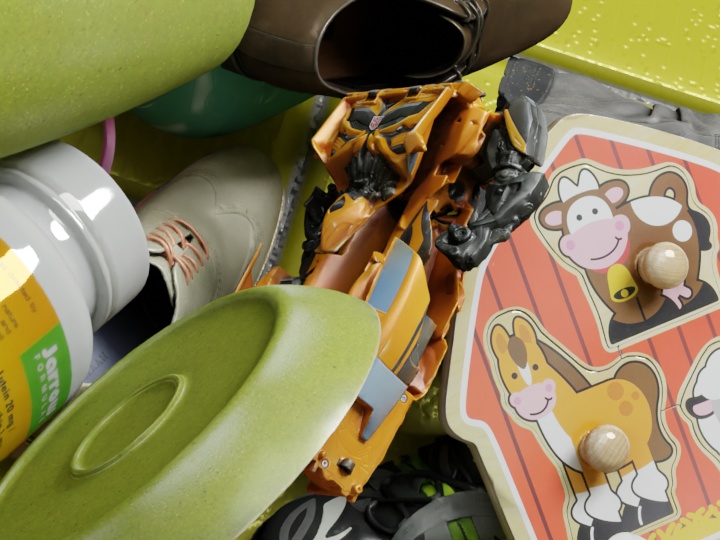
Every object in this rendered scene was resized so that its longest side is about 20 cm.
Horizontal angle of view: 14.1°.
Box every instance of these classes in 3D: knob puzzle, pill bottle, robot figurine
[{"bbox_3d":[0.124,0.028,1.235,0.220,0.030,0.220,1,86,-18],"label":"knob puzzle"},{"bbox_3d":[-0.177,0.032,1.151,0.111,0.111,0.200,37,52,13],"label":"pill bottle"},{"bbox_3d":[0.000,0.000,1.208,0.058,0.145,0.200,39,66,-31],"label":"robot figurine"}]

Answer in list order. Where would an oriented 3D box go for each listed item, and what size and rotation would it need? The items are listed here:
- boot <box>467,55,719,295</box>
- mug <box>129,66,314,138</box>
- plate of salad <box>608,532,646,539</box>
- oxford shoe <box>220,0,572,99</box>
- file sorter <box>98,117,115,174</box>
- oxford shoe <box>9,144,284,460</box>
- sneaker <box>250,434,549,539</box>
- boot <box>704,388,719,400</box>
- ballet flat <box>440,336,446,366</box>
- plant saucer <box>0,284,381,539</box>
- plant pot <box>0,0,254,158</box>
[{"bbox_3d":[0.116,-0.033,1.309,0.132,0.070,0.200,13,36,6],"label":"boot"},{"bbox_3d":[-0.080,-0.153,1.352,0.114,0.185,0.152,-29,32,-28],"label":"mug"},{"bbox_3d":[0.126,0.197,1.106,0.048,0.200,0.200,-23,53,18],"label":"plate of salad"},{"bbox_3d":[0.031,-0.106,1.307,0.200,0.073,0.084,-16,30,-40],"label":"oxford shoe"},{"bbox_3d":[-0.220,-0.064,1.273,0.200,0.139,0.125,-7,57,-20],"label":"file sorter"},{"bbox_3d":[-0.085,0.007,1.293,0.071,0.074,0.200,36,54,-2],"label":"oxford shoe"},{"bbox_3d":[0.036,0.096,1.258,0.200,0.083,0.071,-20,61,-27],"label":"sneaker"},{"bbox_3d":[0.110,0.024,1.350,0.074,0.075,0.200,-22,46,-24],"label":"boot"},{"bbox_3d":[-0.020,0.038,1.298,0.073,0.073,0.200,43,57,17],"label":"ballet flat"},{"bbox_3d":[-0.080,0.068,1.100,0.031,0.200,0.200,50,50,-17],"label":"plant saucer"},{"bbox_3d":[-0.148,-0.121,1.160,0.200,0.187,0.187,-4,53,-38],"label":"plant pot"}]
